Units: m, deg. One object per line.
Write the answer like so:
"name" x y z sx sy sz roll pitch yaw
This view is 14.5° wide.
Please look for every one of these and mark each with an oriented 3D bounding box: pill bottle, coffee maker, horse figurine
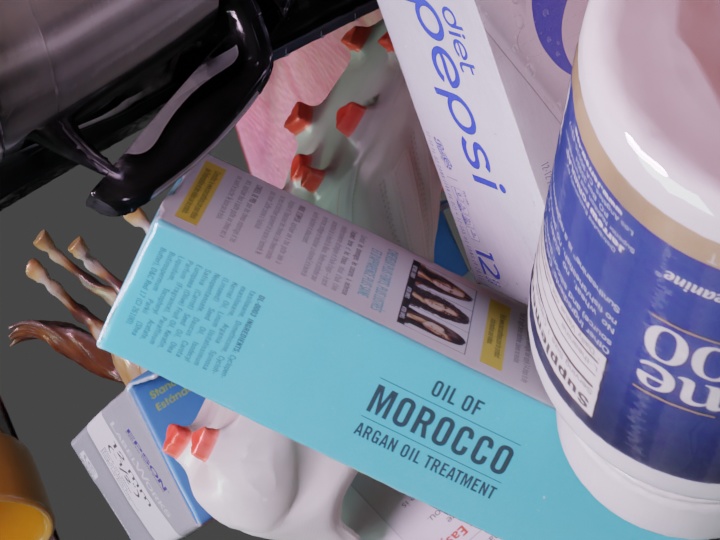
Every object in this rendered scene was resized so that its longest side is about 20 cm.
"pill bottle" 0.105 -0.005 0.782 0.111 0.111 0.200 50 159 23
"coffee maker" -0.081 -0.114 0.945 0.192 0.200 0.135 17 133 62
"horse figurine" -0.105 0.031 1.417 0.133 0.050 0.200 46 155 -15

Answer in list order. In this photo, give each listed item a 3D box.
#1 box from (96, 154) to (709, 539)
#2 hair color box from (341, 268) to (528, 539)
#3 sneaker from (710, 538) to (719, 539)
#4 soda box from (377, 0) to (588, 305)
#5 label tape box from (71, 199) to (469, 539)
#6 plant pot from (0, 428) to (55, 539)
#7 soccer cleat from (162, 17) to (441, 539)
"box" 0.020 0.034 0.912 0.199 0.049 0.082 26 -161 -2
"hair color box" 0.071 0.101 1.004 0.200 0.111 0.064 45 170 37
"sneaker" 0.174 0.116 0.852 0.115 0.073 0.200 57 162 -9
"soda box" 0.048 -0.085 0.875 0.068 0.063 0.201 25 141 57
"label tape box" -0.027 0.044 1.114 0.066 0.143 0.200 59 163 0
"plant pot" -0.330 0.122 1.938 0.200 0.199 0.184 102 149 -63
"soccer cleat" 0.000 0.000 0.993 0.077 0.201 0.069 25 175 -21
